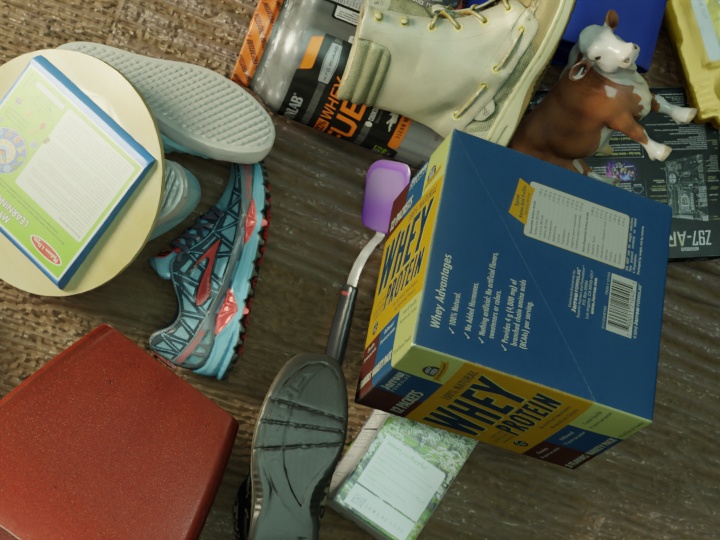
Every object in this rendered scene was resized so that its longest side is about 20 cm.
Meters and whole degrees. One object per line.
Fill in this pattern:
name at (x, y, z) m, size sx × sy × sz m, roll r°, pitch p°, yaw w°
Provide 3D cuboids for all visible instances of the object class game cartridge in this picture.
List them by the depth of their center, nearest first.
game cartridge at (0.364, -0.243, 1.298) m, size 0.176 × 0.032 × 0.200 m, roll -16°, pitch 83°, yaw 0°

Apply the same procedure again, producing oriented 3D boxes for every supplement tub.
supplement tub at (-0.003, -0.174, 1.235) m, size 0.200 × 0.123 × 0.123 m, roll 20°, pitch 81°, yaw -7°

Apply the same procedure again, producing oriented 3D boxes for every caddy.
caddy at (0.182, -0.241, 1.247) m, size 0.200 × 0.141 × 0.105 m, roll 9°, pitch 92°, yaw -42°

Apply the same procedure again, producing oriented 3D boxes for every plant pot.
plant pot at (-0.211, 0.159, 1.139) m, size 0.200 × 0.200 × 0.176 m, roll 37°, pitch 69°, yaw -5°

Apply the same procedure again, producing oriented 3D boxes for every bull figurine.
bull figurine at (0.199, -0.129, 1.193) m, size 0.121 × 0.200 × 0.065 m, roll 35°, pitch 57°, yaw -5°

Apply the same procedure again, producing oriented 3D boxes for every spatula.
spatula at (0.000, 0.000, 1.260) m, size 0.021 × 0.057 × 0.200 m, roll 20°, pitch 88°, yaw -44°

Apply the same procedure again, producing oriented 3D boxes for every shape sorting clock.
shape sorting clock at (-0.247, -0.079, 1.158) m, size 0.200 × 0.039 × 0.200 m, roll 0°, pitch 89°, yaw 17°

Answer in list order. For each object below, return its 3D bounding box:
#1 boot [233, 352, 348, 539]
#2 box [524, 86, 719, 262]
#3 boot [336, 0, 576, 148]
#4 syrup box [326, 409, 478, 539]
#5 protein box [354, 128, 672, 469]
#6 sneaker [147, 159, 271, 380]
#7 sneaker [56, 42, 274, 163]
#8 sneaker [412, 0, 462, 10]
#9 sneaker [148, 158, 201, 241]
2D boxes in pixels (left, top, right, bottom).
boot at (-0.062, 0.168, 1.176) m, size 0.073 × 0.151 × 0.200 m, roll 7°, pitch 85°, yaw -9°
box at (0.234, -0.086, 1.309) m, size 0.200 × 0.044 × 0.160 m, roll -3°, pitch 85°, yaw -10°
boot at (0.078, -0.200, 1.130) m, size 0.155 × 0.072 × 0.200 m, roll 21°, pitch 113°, yaw -6°
syrup box at (0.054, 0.136, 1.235) m, size 0.079 × 0.081 × 0.200 m, roll 35°, pitch 77°, yaw -6°
protein box at (0.125, 0.026, 1.154) m, size 0.200 × 0.135 × 0.199 m, roll 18°, pitch 62°, yaw -12°
sneaker at (-0.132, -0.012, 1.219) m, size 0.095 × 0.079 × 0.200 m, roll 12°, pitch 82°, yaw -7°
sneaker at (-0.169, -0.131, 1.215) m, size 0.200 × 0.082 × 0.074 m, roll 22°, pitch 60°, yaw 5°
sneaker at (0.067, -0.291, 1.238) m, size 0.077 × 0.082 × 0.200 m, roll 6°, pitch 43°, yaw -12°
sneaker at (-0.225, -0.036, 1.211) m, size 0.200 × 0.082 × 0.074 m, roll -15°, pitch 80°, yaw 13°
